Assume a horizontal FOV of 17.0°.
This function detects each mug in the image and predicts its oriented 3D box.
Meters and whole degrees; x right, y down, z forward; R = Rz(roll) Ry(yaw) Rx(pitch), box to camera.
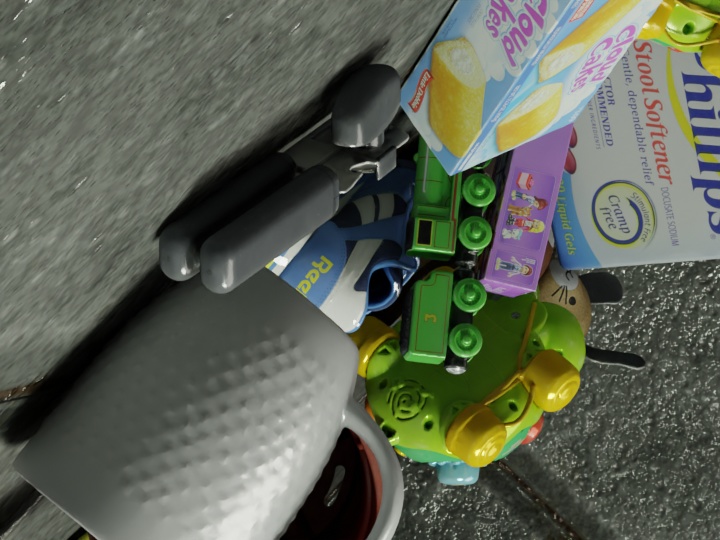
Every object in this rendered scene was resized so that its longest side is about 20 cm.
[{"bbox_3d":[-0.068,0.102,1.369,0.176,0.199,0.148,-52,169,-7],"label":"mug"}]

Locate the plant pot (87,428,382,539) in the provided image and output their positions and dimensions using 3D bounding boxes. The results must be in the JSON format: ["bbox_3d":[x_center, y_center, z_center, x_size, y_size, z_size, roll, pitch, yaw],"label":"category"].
[{"bbox_3d":[-0.077,0.143,1.659,0.201,0.201,0.195,-47,-178,5],"label":"plant pot"}]

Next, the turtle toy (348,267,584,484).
[{"bbox_3d":[0.086,0.078,1.740,0.199,0.146,0.102,-32,146,-30],"label":"turtle toy"}]

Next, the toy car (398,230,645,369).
[{"bbox_3d":[0.142,0.014,1.920,0.158,0.199,0.165,-51,-149,35],"label":"toy car"}]

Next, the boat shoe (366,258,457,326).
[{"bbox_3d":[0.002,0.006,1.792,0.201,0.075,0.075,-28,-167,-30],"label":"boat shoe"}]

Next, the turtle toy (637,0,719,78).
[{"bbox_3d":[0.227,-0.198,1.586,0.101,0.199,0.147,3,-106,61],"label":"turtle toy"}]

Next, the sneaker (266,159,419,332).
[{"bbox_3d":[0.003,-0.013,1.628,0.074,0.082,0.200,-53,172,33],"label":"sneaker"}]

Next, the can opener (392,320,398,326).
[{"bbox_3d":[0.048,-0.003,2.093,0.066,0.053,0.200,-42,172,-42],"label":"can opener"}]

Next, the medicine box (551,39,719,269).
[{"bbox_3d":[0.235,-0.107,1.770,0.199,0.184,0.103,-5,-164,31],"label":"medicine box"}]

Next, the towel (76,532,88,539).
[{"bbox_3d":[-0.186,0.212,1.897,0.200,0.018,0.087,-38,142,-30],"label":"towel"}]

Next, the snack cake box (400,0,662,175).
[{"bbox_3d":[0.115,-0.154,1.478,0.114,0.067,0.200,-23,161,-33],"label":"snack cake box"}]

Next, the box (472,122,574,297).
[{"bbox_3d":[0.117,-0.084,1.657,0.137,0.039,0.202,138,-34,-86],"label":"box"}]

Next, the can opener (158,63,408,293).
[{"bbox_3d":[-0.039,-0.058,1.323,0.200,0.053,0.067,-38,137,-50],"label":"can opener"}]

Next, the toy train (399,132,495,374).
[{"bbox_3d":[0.058,-0.033,1.577,0.042,0.056,0.202,119,-24,-77],"label":"toy train"}]

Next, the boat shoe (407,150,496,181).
[{"bbox_3d":[0.086,-0.087,1.788,0.200,0.072,0.060,-31,146,-50],"label":"boat shoe"}]
